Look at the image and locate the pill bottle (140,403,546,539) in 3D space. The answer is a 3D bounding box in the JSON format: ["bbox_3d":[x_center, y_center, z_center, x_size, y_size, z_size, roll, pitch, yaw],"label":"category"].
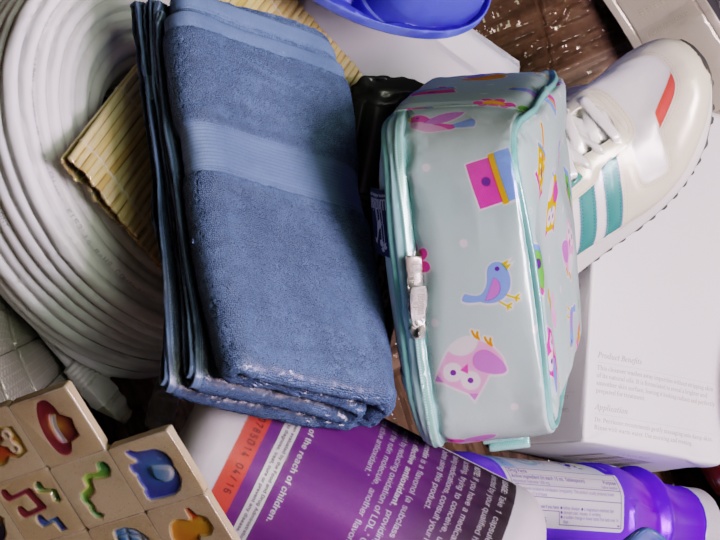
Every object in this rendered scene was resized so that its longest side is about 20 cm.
[{"bbox_3d":[0.004,0.126,1.170,0.200,0.112,0.113,27,65,-2],"label":"pill bottle"}]

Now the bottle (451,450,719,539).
[{"bbox_3d":[0.108,0.134,1.380,0.200,0.084,0.065,7,80,-38],"label":"bottle"}]

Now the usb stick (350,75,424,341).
[{"bbox_3d":[0.000,0.000,1.296,0.055,0.033,0.200,-6,112,-48],"label":"usb stick"}]

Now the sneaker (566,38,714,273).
[{"bbox_3d":[0.099,-0.044,1.329,0.070,0.200,0.093,50,12,24],"label":"sneaker"}]

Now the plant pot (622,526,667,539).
[{"bbox_3d":[0.120,0.280,1.286,0.200,0.180,0.200,44,55,4],"label":"plant pot"}]

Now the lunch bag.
[{"bbox_3d":[0.058,-0.005,1.195,0.200,0.077,0.161,-52,139,-74],"label":"lunch bag"}]

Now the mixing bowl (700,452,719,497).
[{"bbox_3d":[0.249,0.068,1.456,0.108,0.200,0.200,6,80,-10],"label":"mixing bowl"}]

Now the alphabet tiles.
[{"bbox_3d":[-0.116,0.143,1.146,0.200,0.167,0.008,60,33,-17],"label":"alphabet tiles"}]

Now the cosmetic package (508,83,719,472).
[{"bbox_3d":[0.140,0.005,1.425,0.113,0.081,0.200,14,75,-38],"label":"cosmetic package"}]

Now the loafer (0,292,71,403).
[{"bbox_3d":[-0.155,0.095,1.182,0.200,0.063,0.072,64,22,-3],"label":"loafer"}]

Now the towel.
[{"bbox_3d":[-0.044,-0.026,1.142,0.112,0.049,0.200,16,52,-38],"label":"towel"}]

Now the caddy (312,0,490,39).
[{"bbox_3d":[0.015,-0.194,1.297,0.141,0.105,0.200,27,36,-8],"label":"caddy"}]

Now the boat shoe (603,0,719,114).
[{"bbox_3d":[0.164,-0.179,1.494,0.063,0.073,0.200,-60,126,-79],"label":"boat shoe"}]

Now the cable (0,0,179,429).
[{"bbox_3d":[-0.109,-0.051,1.209,0.200,0.069,0.200,47,45,-24],"label":"cable"}]

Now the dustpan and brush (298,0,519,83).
[{"bbox_3d":[-0.008,-0.053,1.334,0.140,0.057,0.200,32,59,-20],"label":"dustpan and brush"}]

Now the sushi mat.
[{"bbox_3d":[-0.065,-0.072,1.204,0.096,0.012,0.200,52,41,-18],"label":"sushi mat"}]
